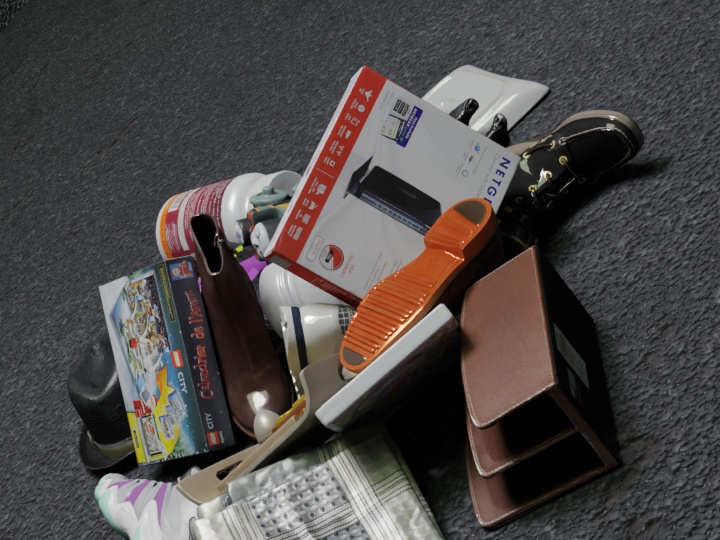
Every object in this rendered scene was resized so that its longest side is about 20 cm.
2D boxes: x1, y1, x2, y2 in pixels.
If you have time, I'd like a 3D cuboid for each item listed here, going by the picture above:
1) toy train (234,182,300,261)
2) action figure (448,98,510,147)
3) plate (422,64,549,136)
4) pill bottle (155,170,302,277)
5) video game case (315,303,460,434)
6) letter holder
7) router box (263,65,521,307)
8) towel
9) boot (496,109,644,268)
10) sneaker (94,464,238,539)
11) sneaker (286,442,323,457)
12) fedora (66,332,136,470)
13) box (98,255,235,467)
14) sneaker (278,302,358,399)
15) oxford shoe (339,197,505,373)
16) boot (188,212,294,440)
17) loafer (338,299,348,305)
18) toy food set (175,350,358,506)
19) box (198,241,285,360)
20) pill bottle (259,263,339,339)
[{"bbox_3d":[-0.038,-0.057,1.737,0.198,0.086,0.114,-13,17,-19],"label":"toy train"},{"bbox_3d":[0.088,-0.116,1.672,0.200,0.118,0.103,-34,-32,-55],"label":"action figure"},{"bbox_3d":[0.101,-0.172,1.852,0.200,0.032,0.200,-45,27,-8],"label":"plate"},{"bbox_3d":[-0.150,-0.057,1.908,0.199,0.110,0.110,-12,37,44],"label":"pill bottle"},{"bbox_3d":[0.034,0.096,1.402,0.143,0.018,0.200,-41,-13,0],"label":"video game case"},{"bbox_3d":[0.125,0.100,1.329,0.141,0.101,0.201,-31,28,20],"label":"letter holder"},{"bbox_3d":[0.032,-0.061,1.476,0.202,0.178,0.049,-64,9,-14],"label":"router box"},{"bbox_3d":[-0.032,0.224,1.304,0.191,0.035,0.201,-25,43,-7],"label":"towel"},{"bbox_3d":[0.181,-0.074,1.553,0.199,0.073,0.151,-15,34,47],"label":"boot"},{"bbox_3d":[-0.177,0.228,1.554,0.140,0.078,0.200,-41,36,-7],"label":"sneaker"},{"bbox_3d":[-0.036,0.236,1.377,0.085,0.078,0.201,-6,41,21],"label":"sneaker"},{"bbox_3d":[-0.276,0.131,1.795,0.199,0.092,0.201,-30,28,18],"label":"fedora"},{"bbox_3d":[-0.206,0.098,1.649,0.037,0.202,0.136,-10,-5,-42],"label":"box"},{"bbox_3d":[-0.031,0.081,1.526,0.080,0.077,0.200,-13,-15,-2],"label":"sneaker"},{"bbox_3d":[0.063,0.029,1.403,0.200,0.073,0.071,-45,40,-15],"label":"oxford shoe"},{"bbox_3d":[-0.130,0.059,1.595,0.072,0.167,0.201,-20,49,-1],"label":"boot"},{"bbox_3d":[0.000,0.012,1.525,0.070,0.200,0.070,-50,-3,12],"label":"loafer"},{"bbox_3d":[-0.068,0.135,1.445,0.200,0.061,0.143,-44,-15,33],"label":"toy food set"},{"bbox_3d":[-0.137,0.055,1.748,0.142,0.036,0.201,9,51,27],"label":"box"},{"bbox_3d":[0.000,0.000,1.625,0.199,0.114,0.114,-25,30,26],"label":"pill bottle"}]
